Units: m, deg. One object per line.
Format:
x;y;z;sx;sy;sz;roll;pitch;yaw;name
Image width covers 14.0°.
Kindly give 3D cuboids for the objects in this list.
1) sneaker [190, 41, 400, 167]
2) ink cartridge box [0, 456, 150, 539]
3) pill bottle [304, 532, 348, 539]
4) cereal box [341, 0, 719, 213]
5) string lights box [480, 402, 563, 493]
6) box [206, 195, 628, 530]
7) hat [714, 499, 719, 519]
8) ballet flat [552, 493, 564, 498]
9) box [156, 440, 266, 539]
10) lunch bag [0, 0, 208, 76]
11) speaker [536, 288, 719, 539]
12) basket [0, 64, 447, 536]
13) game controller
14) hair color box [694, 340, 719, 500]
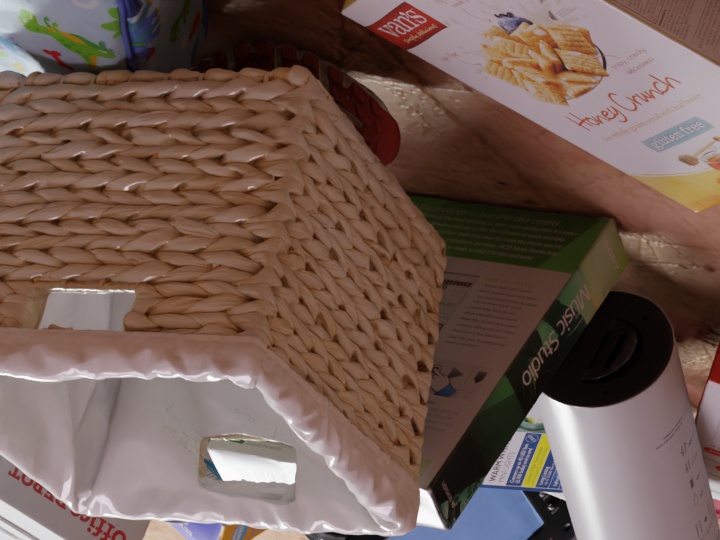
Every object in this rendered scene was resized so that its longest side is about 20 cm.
-0.064;-0.077;1.508;0.200;0.078;0.082;8;180;32;sneaker
-0.201;0.071;1.846;0.144;0.200;0.145;5;155;42;ink cartridge box
0.022;0.158;1.982;0.112;0.112;0.200;10;158;33;pill bottle
0.106;-0.098;1.282;0.200;0.040;0.144;27;161;-15;cereal box
0.051;0.068;1.630;0.199;0.059;0.103;4;138;-11;string lights box
0.031;0.043;1.510;0.144;0.200;0.036;8;139;37;box
0.146;0.143;1.838;0.199;0.166;0.176;-15;138;-11;hat
0.101;0.088;1.742;0.199;0.072;0.072;18;161;15;ballet flat
-0.068;0.087;1.680;0.119;0.200;0.042;41;140;23;box
-0.160;-0.143;1.396;0.160;0.083;0.200;22;161;9;lunch bag
0.145;0.102;1.572;0.081;0.081;0.200;12;145;26;speaker
-0.079;0.018;1.389;0.198;0.161;0.200;1;154;26;basket
0.067;0.168;1.849;0.200;0.104;0.042;-45;148;25;game controller
0.241;0.083;1.602;0.111;0.064;0.200;19;160;7;hair color box
